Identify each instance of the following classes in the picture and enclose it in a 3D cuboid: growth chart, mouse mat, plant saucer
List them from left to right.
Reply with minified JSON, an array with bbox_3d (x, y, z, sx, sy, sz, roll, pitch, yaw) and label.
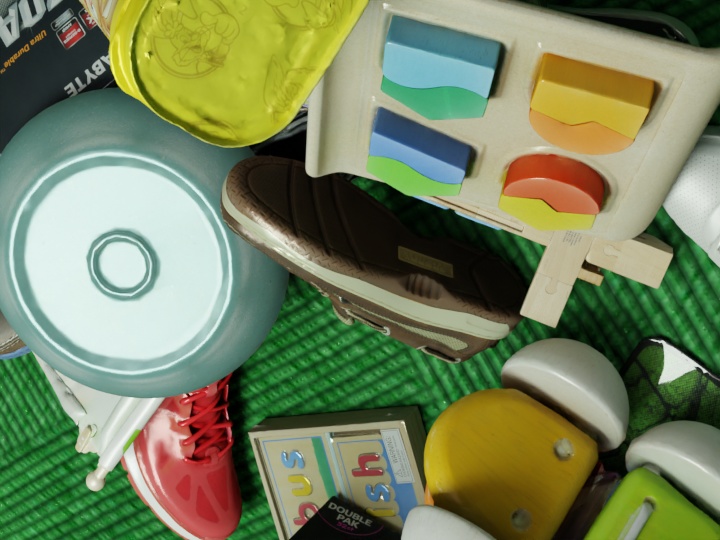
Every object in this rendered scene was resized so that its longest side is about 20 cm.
[{"bbox_3d":[-0.181,0.027,0.934,0.145,0.018,0.201,-47,57,20],"label":"growth chart"},{"bbox_3d":[-0.142,-0.008,0.832,0.197,0.036,0.203,2,109,5],"label":"plant saucer"},{"bbox_3d":[0.194,0.156,0.847,0.160,0.008,0.201,36,123,12],"label":"mouse mat"}]

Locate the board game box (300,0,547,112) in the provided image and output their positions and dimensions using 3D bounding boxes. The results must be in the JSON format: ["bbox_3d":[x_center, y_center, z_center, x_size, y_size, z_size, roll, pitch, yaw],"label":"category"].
[{"bbox_3d":[-0.006,-0.181,0.741,0.197,0.096,0.162,-5,82,30],"label":"board game box"}]

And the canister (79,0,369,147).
[{"bbox_3d":[-0.071,-0.160,0.626,0.150,0.086,0.200,-57,33,10],"label":"canister"}]

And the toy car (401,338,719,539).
[{"bbox_3d":[0.124,0.158,0.806,0.199,0.176,0.151,32,155,14],"label":"toy car"}]

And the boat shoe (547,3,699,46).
[{"bbox_3d":[0.089,-0.113,0.769,0.197,0.060,0.075,9,114,26],"label":"boat shoe"}]

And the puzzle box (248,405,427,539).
[{"bbox_3d":[0.005,0.195,0.955,0.131,0.025,0.203,-9,105,32],"label":"puzzle box"}]

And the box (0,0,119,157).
[{"bbox_3d":[-0.226,-0.147,0.878,0.199,0.046,0.160,-36,76,12],"label":"box"}]

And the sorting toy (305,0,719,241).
[{"bbox_3d":[0.071,-0.071,0.684,0.197,0.037,0.186,10,155,1],"label":"sorting toy"}]

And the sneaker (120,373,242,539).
[{"bbox_3d":[-0.114,0.093,0.941,0.115,0.078,0.202,-18,101,44],"label":"sneaker"}]

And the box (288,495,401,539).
[{"bbox_3d":[-0.019,0.266,0.859,0.147,0.200,0.126,29,119,16],"label":"box"}]

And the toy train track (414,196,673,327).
[{"bbox_3d":[0.086,-0.041,0.796,0.197,0.033,0.116,21,115,2],"label":"toy train track"}]

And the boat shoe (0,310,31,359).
[{"bbox_3d":[-0.209,-0.018,0.898,0.072,0.072,0.200,45,108,12],"label":"boat shoe"}]

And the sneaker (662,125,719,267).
[{"bbox_3d":[0.225,0.003,0.707,0.199,0.115,0.074,37,124,13],"label":"sneaker"}]

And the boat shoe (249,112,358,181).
[{"bbox_3d":[-0.058,-0.051,0.869,0.198,0.068,0.074,-23,97,33],"label":"boat shoe"}]

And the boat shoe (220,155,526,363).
[{"bbox_3d":[-0.001,0.005,0.818,0.200,0.075,0.075,26,133,-15],"label":"boat shoe"}]
